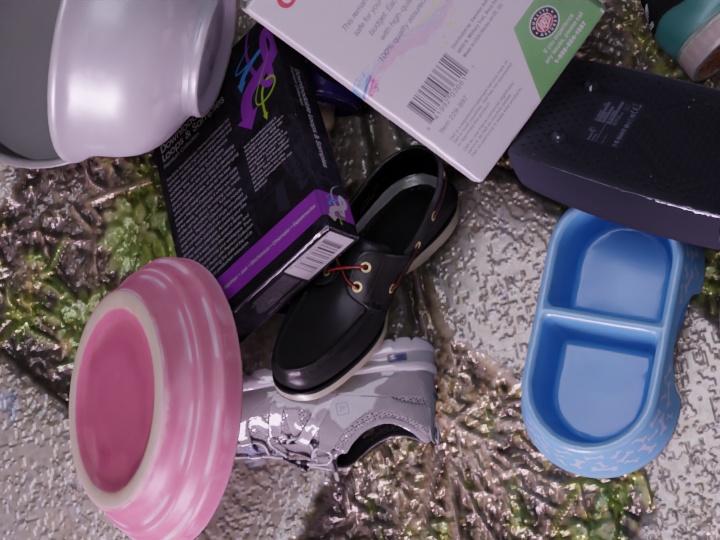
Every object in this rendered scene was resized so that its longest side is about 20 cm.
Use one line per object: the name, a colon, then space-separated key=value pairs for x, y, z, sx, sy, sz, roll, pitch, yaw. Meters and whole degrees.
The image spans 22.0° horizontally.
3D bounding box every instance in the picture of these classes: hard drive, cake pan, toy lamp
hard drive: x=0.211 y=-0.074 z=1.236 sx=0.199 sy=0.043 sz=0.135 roll=17 pitch=44 yaw=19
cake pan: x=-0.233 y=-0.172 z=1.434 sx=0.199 sy=0.037 sz=0.202 roll=-4 pitch=76 yaw=16
toy lamp: x=-0.035 y=-0.069 z=1.339 sx=0.058 sy=0.058 sz=0.202 roll=5 pitch=81 yaw=18

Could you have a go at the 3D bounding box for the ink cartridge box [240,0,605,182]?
ink cartridge box: x=0.038 y=-0.178 z=1.235 sx=0.199 sy=0.088 sz=0.146 roll=35 pitch=96 yaw=-12

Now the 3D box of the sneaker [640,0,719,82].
sneaker: x=0.279 y=-0.224 z=1.269 sx=0.200 sy=0.071 sz=0.080 roll=-41 pitch=72 yaw=5

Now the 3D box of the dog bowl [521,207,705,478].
dog bowl: x=0.167 y=0.037 z=1.252 sx=0.111 sy=0.050 sz=0.202 roll=9 pitch=79 yaw=19

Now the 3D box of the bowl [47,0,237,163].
bowl: x=-0.142 y=-0.163 z=1.289 sx=0.090 sy=0.201 sz=0.203 roll=15 pitch=81 yaw=7

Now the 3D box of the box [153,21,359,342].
box: x=-0.079 y=-0.064 z=1.306 sx=0.143 sy=0.036 sz=0.201 roll=-40 pitch=50 yaw=31

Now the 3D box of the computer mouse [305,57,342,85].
computer mouse: x=0.046 y=-0.205 z=1.318 sx=0.199 sy=0.053 sz=0.139 roll=-30 pitch=66 yaw=-8

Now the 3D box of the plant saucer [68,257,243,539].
plant saucer: x=-0.149 y=0.090 z=1.278 sx=0.200 sy=0.050 sz=0.202 roll=-12 pitch=76 yaw=55

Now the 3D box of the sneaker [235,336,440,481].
sneaker: x=-0.038 y=0.109 z=1.285 sx=0.199 sy=0.075 sz=0.083 roll=-18 pitch=71 yaw=12

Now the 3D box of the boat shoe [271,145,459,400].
boat shoe: x=-0.002 y=-0.001 z=1.270 sx=0.073 sy=0.063 sz=0.202 roll=22 pitch=63 yaw=30
